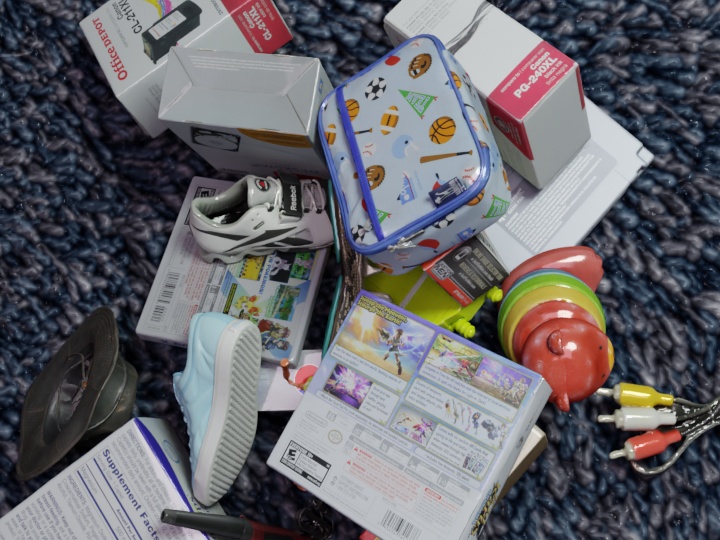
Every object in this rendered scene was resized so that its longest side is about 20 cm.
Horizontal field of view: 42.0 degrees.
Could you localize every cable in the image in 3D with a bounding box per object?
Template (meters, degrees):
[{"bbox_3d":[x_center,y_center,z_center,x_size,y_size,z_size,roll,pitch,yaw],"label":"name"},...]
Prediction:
[{"bbox_3d":[0.340,0.152,0.949,0.196,0.050,0.099,-11,78,8],"label":"cable"}]

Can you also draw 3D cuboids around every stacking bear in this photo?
[{"bbox_3d":[0.188,0.062,0.893,0.112,0.200,0.124,-2,105,7],"label":"stacking bear"}]

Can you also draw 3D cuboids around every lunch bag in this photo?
[{"bbox_3d":[0.041,-0.101,0.848,0.159,0.075,0.202,-27,56,20],"label":"lunch bag"}]

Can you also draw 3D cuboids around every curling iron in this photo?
[{"bbox_3d":[-0.112,0.254,0.954,0.197,0.025,0.050,12,87,-33],"label":"curling iron"}]

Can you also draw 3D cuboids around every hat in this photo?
[{"bbox_3d":[-0.294,0.144,1.022,0.200,0.080,0.203,-33,42,35],"label":"hat"}]

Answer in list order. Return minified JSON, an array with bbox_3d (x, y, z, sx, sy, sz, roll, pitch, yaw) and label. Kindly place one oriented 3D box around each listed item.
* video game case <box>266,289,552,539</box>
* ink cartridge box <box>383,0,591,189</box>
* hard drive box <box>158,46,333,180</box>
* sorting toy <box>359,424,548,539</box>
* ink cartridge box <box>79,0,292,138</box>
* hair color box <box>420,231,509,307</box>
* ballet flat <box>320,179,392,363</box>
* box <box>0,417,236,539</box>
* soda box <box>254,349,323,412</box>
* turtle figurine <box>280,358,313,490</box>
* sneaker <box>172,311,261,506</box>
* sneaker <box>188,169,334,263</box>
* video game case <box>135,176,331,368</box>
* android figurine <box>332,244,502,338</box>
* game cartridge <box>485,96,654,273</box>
[{"bbox_3d":[0.040,0.138,0.824,0.198,0.045,0.183,25,81,32],"label":"video game case"},{"bbox_3d":[0.131,-0.197,0.962,0.083,0.145,0.200,-45,62,-1],"label":"ink cartridge box"},{"bbox_3d":[-0.101,-0.157,0.985,0.153,0.200,0.078,8,83,11],"label":"hard drive box"},{"bbox_3d":[0.089,0.215,0.903,0.069,0.199,0.200,41,88,18],"label":"sorting toy"},{"bbox_3d":[-0.198,-0.269,1.054,0.199,0.083,0.147,-35,57,2],"label":"ink cartridge box"},{"bbox_3d":[0.064,-0.072,0.928,0.061,0.101,0.202,-35,54,12],"label":"hair color box"},{"bbox_3d":[0.000,0.000,0.950,0.074,0.068,0.204,3,85,-3],"label":"ballet flat"},{"bbox_3d":[-0.251,0.287,0.987,0.199,0.105,0.185,-36,78,2],"label":"box"},{"bbox_3d":[-0.015,0.117,0.997,0.196,0.068,0.065,-3,80,8],"label":"soda box"},{"bbox_3d":[-0.014,0.170,0.939,0.158,0.202,0.065,0,38,6],"label":"turtle figurine"},{"bbox_3d":[-0.153,0.136,0.955,0.081,0.074,0.203,19,104,28],"label":"sneaker"},{"bbox_3d":[-0.085,-0.065,0.987,0.197,0.089,0.075,-16,59,-3],"label":"sneaker"},{"bbox_3d":[-0.129,-0.003,1.020,0.179,0.022,0.203,9,63,13],"label":"video game case"},{"bbox_3d":[0.061,-0.006,0.986,0.199,0.041,0.183,35,88,35],"label":"android figurine"},{"bbox_3d":[0.202,-0.089,1.015,0.133,0.040,0.200,43,89,8],"label":"game cartridge"}]
